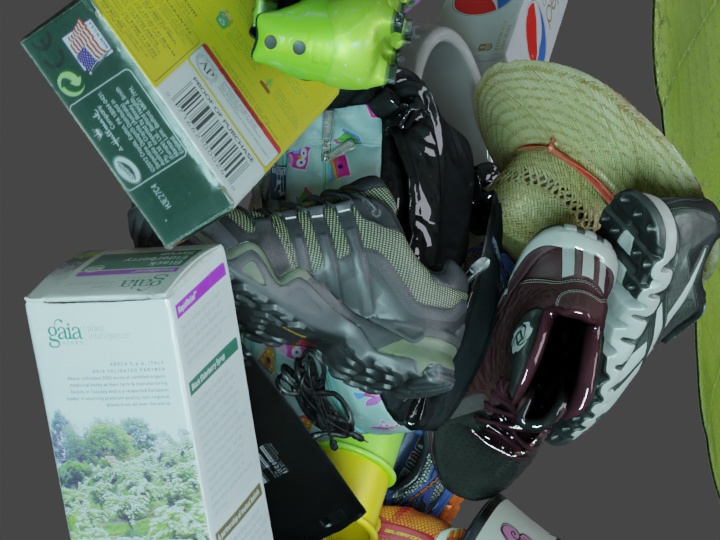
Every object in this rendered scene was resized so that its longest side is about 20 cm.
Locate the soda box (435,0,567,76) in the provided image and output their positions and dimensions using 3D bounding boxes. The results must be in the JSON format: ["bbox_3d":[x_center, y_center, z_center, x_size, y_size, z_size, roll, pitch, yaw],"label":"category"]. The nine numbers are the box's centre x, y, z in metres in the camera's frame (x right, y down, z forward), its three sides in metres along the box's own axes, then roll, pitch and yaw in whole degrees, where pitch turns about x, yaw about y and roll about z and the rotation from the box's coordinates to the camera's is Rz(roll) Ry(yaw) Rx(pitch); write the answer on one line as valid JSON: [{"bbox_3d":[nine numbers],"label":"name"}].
[{"bbox_3d":[0.102,-0.185,1.993,0.200,0.063,0.068,-71,150,-47],"label":"soda box"}]

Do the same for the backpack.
[{"bbox_3d":[0.000,0.000,1.605,0.167,0.126,0.201,38,53,-54],"label":"backpack"}]

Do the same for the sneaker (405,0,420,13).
[{"bbox_3d":[-0.049,-0.185,1.541,0.200,0.114,0.073,42,16,-38],"label":"sneaker"}]

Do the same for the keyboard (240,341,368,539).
[{"bbox_3d":[-0.052,0.089,1.515,0.200,0.104,0.040,59,8,-55],"label":"keyboard"}]

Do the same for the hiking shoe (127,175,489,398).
[{"bbox_3d":[-0.029,-0.010,1.485,0.199,0.076,0.101,28,66,-19],"label":"hiking shoe"}]

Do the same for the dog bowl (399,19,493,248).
[{"bbox_3d":[0.035,-0.068,1.806,0.200,0.058,0.201,-2,90,-70],"label":"dog bowl"}]

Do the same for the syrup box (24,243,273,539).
[{"bbox_3d":[-0.100,0.092,1.387,0.081,0.078,0.201,-44,128,-63],"label":"syrup box"}]

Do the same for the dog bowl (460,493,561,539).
[{"bbox_3d":[0.076,0.240,1.677,0.200,0.074,0.201,23,90,-78],"label":"dog bowl"}]

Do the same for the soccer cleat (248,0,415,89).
[{"bbox_3d":[-0.013,-0.137,1.452,0.200,0.081,0.068,-70,168,-75],"label":"soccer cleat"}]

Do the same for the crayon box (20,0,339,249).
[{"bbox_3d":[-0.082,-0.107,1.430,0.127,0.051,0.200,55,28,-8],"label":"crayon box"}]

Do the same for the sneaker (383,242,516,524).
[{"bbox_3d":[0.048,0.078,1.737,0.078,0.075,0.201,16,94,-56],"label":"sneaker"}]

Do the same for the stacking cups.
[{"bbox_3d":[0.009,0.065,1.676,0.061,0.060,0.201,59,42,-53],"label":"stacking cups"}]

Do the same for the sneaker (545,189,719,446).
[{"bbox_3d":[0.165,0.030,1.698,0.090,0.067,0.200,-11,139,-37],"label":"sneaker"}]

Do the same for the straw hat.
[{"bbox_3d":[0.121,-0.034,1.760,0.085,0.201,0.202,-42,135,-24],"label":"straw hat"}]

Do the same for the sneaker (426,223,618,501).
[{"bbox_3d":[0.088,0.077,1.626,0.116,0.075,0.201,-83,-167,-57],"label":"sneaker"}]

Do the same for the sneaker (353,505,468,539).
[{"bbox_3d":[0.028,0.194,1.743,0.200,0.077,0.073,88,26,-60],"label":"sneaker"}]
